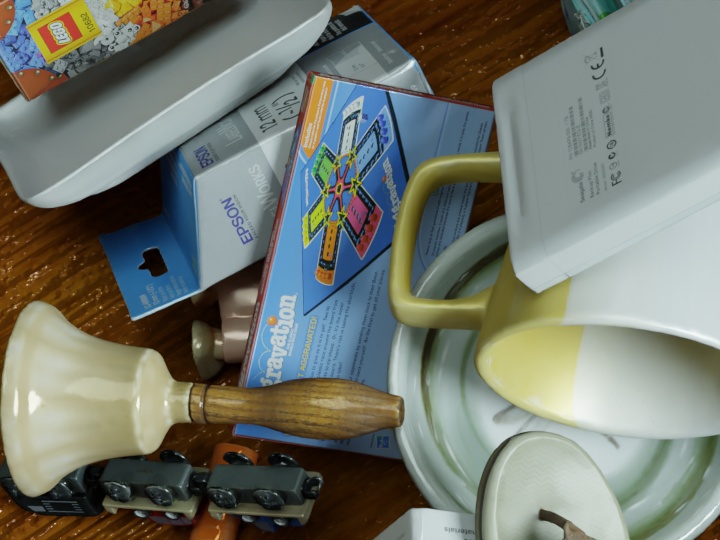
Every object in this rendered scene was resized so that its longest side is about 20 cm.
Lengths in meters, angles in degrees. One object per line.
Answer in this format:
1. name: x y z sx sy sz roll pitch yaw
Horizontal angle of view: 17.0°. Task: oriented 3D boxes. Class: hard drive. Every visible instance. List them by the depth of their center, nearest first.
1. hard drive: 0.154 -0.085 1.133 0.200 0.027 0.132 -29 42 27

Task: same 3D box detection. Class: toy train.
1. toy train: -0.107 0.120 1.306 0.200 0.046 0.034 0 49 27

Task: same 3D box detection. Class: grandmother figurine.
1. grandmother figurine: 0.007 0.011 1.348 0.200 0.061 0.121 -4 93 6

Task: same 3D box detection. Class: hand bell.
1. hand bell: -0.076 0.068 1.257 0.200 0.104 0.104 0 66 13

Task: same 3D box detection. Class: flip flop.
1. flip flop: 0.105 0.169 1.121 0.081 0.058 0.200 4 66 -24

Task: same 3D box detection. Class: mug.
1. mug: 0.125 -0.018 1.211 0.186 0.149 0.153 17 66 -16

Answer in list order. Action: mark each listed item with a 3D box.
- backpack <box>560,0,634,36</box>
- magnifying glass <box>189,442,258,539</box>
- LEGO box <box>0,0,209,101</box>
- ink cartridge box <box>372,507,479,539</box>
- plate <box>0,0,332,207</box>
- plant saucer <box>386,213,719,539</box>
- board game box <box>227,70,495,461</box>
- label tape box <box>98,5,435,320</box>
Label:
1. backpack: 0.201 -0.160 1.339 0.177 0.151 0.200 -28 59 -2
2. magnifying glass: -0.092 0.190 1.305 0.080 0.022 0.200 9 70 15
3. LEGO box: -0.178 -0.215 1.440 0.149 0.077 0.200 -30 47 -3
4. ink cartridge box: 0.038 0.235 1.182 0.085 0.145 0.200 10 64 -18
5. plate: -0.118 -0.106 1.383 0.200 0.032 0.200 -33 22 -6
6. plant saucer: 0.110 0.066 1.286 0.200 0.050 0.200 2 76 -7
7. board game box: 0.000 0.000 1.289 0.103 0.019 0.200 10 103 -16
8. label tape box: -0.060 -0.063 1.345 0.200 0.066 0.143 -27 22 -3
